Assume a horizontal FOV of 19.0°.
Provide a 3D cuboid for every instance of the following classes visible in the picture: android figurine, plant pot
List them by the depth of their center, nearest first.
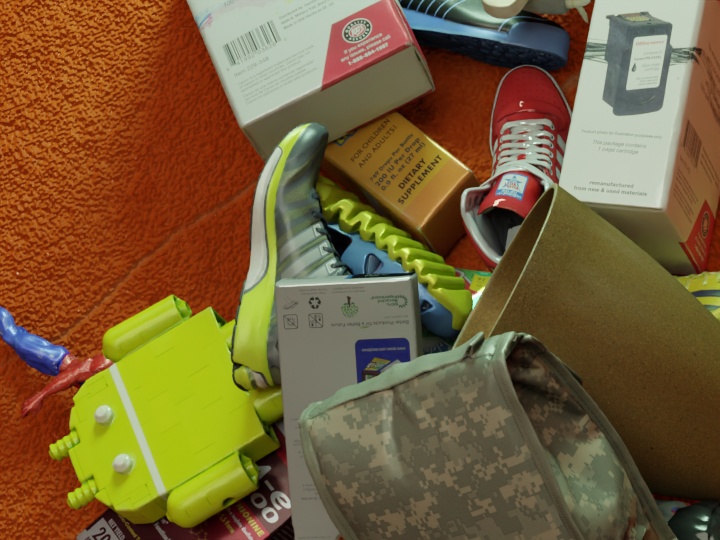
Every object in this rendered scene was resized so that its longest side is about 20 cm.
[{"bbox_3d":[0.173,0.069,1.455,0.200,0.186,0.187,28,81,-1],"label":"plant pot"},{"bbox_3d":[-0.140,0.108,1.606,0.200,0.041,0.182,-28,58,7],"label":"android figurine"}]

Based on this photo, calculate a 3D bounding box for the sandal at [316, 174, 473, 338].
[{"bbox_3d":[0.000,0.000,1.610,0.200,0.079,0.087,35,96,34],"label":"sandal"}]

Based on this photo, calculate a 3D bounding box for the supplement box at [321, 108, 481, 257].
[{"bbox_3d":[0.005,-0.096,1.677,0.200,0.069,0.067,39,84,29],"label":"supplement box"}]

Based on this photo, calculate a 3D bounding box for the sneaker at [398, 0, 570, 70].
[{"bbox_3d":[0.078,-0.213,1.692,0.199,0.070,0.078,15,82,24],"label":"sneaker"}]

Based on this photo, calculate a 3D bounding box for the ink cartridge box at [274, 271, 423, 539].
[{"bbox_3d":[-0.003,0.103,1.501,0.099,0.039,0.201,-2,95,9],"label":"ink cartridge box"}]

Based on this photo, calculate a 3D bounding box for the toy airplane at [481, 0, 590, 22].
[{"bbox_3d":[0.159,-0.271,1.649,0.200,0.141,0.199,-36,26,1],"label":"toy airplane"}]

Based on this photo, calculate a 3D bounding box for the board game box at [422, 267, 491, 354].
[{"bbox_3d":[0.026,0.076,1.590,0.095,0.030,0.200,8,53,21],"label":"board game box"}]

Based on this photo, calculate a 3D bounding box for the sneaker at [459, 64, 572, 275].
[{"bbox_3d":[0.119,-0.077,1.603,0.071,0.112,0.201,-7,69,16],"label":"sneaker"}]

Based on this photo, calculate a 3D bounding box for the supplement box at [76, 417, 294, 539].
[{"bbox_3d":[-0.102,0.180,1.618,0.200,0.061,0.109,-42,63,0],"label":"supplement box"}]

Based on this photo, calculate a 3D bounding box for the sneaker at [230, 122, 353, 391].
[{"bbox_3d":[-0.038,-0.008,1.560,0.081,0.074,0.201,7,84,10],"label":"sneaker"}]

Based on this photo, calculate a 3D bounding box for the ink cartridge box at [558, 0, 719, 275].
[{"bbox_3d":[0.215,-0.115,1.565,0.084,0.145,0.201,6,73,23],"label":"ink cartridge box"}]

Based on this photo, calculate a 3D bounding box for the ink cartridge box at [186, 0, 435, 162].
[{"bbox_3d":[-0.049,-0.201,1.655,0.147,0.086,0.200,-26,62,6],"label":"ink cartridge box"}]

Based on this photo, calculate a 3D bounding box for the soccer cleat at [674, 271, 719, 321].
[{"bbox_3d":[0.220,0.028,1.556,0.200,0.065,0.084,-24,70,11],"label":"soccer cleat"}]

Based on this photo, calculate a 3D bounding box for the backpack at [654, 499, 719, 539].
[{"bbox_3d":[0.178,0.223,1.463,0.199,0.167,0.127,-17,60,26],"label":"backpack"}]

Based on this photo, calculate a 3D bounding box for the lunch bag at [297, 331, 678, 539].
[{"bbox_3d":[0.075,0.135,1.345,0.164,0.200,0.118,-21,19,32],"label":"lunch bag"}]

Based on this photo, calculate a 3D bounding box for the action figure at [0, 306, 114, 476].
[{"bbox_3d":[-0.255,0.093,1.702,0.199,0.065,0.099,18,71,25],"label":"action figure"}]
